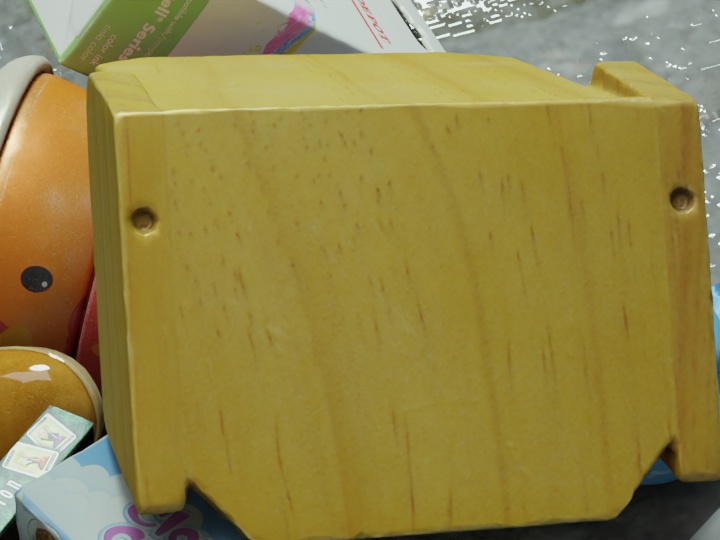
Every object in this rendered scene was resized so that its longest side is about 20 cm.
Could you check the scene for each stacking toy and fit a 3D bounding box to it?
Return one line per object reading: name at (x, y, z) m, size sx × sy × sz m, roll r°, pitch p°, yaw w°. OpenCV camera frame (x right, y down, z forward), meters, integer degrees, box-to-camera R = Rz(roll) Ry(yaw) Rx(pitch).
stacking toy at (-0.066, 0.005, 0.983) m, size 0.199 × 0.146 × 0.147 m, roll 14°, pitch 48°, yaw 1°

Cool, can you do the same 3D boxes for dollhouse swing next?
dollhouse swing at (0.000, 0.000, 0.891) m, size 0.199 × 0.176 × 0.183 m, roll -3°, pitch 87°, yaw -15°

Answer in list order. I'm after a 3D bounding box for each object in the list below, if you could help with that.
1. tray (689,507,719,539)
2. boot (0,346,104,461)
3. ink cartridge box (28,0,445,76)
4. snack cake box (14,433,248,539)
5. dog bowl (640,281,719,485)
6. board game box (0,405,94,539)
tray at (0.164, 0.107, 0.868) m, size 0.200 × 0.022 × 0.107 m, roll -45°, pitch 53°, yaw -13°
boot at (-0.198, 0.094, 0.880) m, size 0.200 × 0.071 × 0.144 m, roll -22°, pitch 6°, yaw 17°
ink cartridge box at (-0.052, -0.110, 1.074) m, size 0.067 × 0.200 × 0.117 m, roll -50°, pitch 43°, yaw 20°
snack cake box at (-0.029, 0.151, 0.821) m, size 0.067 × 0.115 × 0.200 m, roll -29°, pitch 47°, yaw -29°
dog bowl at (0.078, 0.004, 0.970) m, size 0.111 × 0.050 × 0.200 m, roll -15°, pitch 50°, yaw -32°
board game box at (-0.153, 0.146, 0.846) m, size 0.023 × 0.105 × 0.200 m, roll 26°, pitch 49°, yaw 16°
